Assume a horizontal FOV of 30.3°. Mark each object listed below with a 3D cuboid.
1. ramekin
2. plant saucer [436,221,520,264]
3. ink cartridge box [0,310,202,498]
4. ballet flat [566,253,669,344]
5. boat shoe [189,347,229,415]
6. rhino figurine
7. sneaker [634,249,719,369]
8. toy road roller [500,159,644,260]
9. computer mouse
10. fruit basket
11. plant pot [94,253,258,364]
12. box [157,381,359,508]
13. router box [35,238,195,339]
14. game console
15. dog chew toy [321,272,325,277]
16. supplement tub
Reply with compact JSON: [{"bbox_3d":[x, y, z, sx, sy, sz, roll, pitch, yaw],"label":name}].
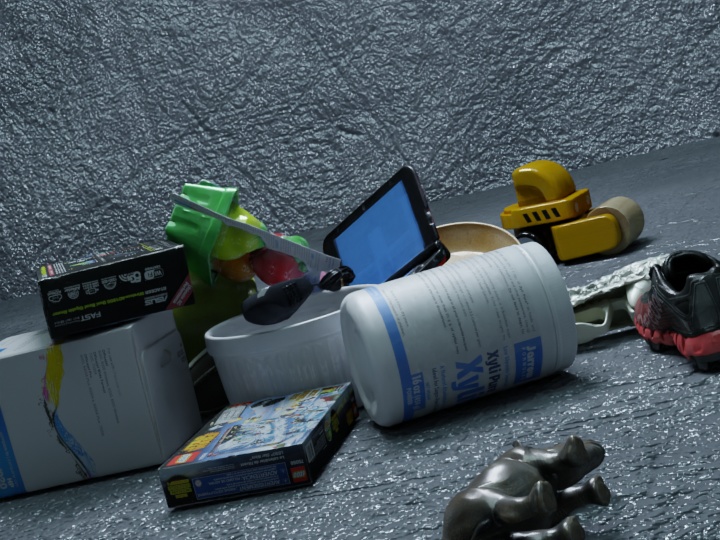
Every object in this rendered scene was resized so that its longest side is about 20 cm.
[{"bbox_3d":[-0.058,0.092,1.406,0.198,0.106,0.200,-14,7,2],"label":"ramekin"},{"bbox_3d":[0.113,0.016,1.669,0.198,0.036,0.201,-13,37,10],"label":"plant saucer"},{"bbox_3d":[-0.290,0.133,1.390,0.198,0.146,0.147,-13,7,11],"label":"ink cartridge box"},{"bbox_3d":[0.259,0.042,1.364,0.198,0.073,0.072,-19,6,9],"label":"ballet flat"},{"bbox_3d":[-0.121,0.107,1.520,0.200,0.073,0.060,-31,30,-18],"label":"boat shoe"},{"bbox_3d":[0.112,0.143,0.863,0.087,0.060,0.200,-23,0,25],"label":"rhino figurine"},{"bbox_3d":[0.299,0.026,1.231,0.070,0.099,0.200,-17,6,-4],"label":"sneaker"},{"bbox_3d":[0.298,-0.091,1.925,0.198,0.148,0.123,-10,8,28],"label":"toy road roller"},{"bbox_3d":[-0.057,0.028,1.382,0.058,0.034,0.199,-34,-9,31],"label":"computer mouse"},{"bbox_3d":[-0.117,-0.028,1.506,0.198,0.095,0.185,15,-16,1],"label":"fruit basket"},{"bbox_3d":[-0.218,0.075,1.600,0.190,0.203,0.200,-4,5,-10],"label":"plant pot"},{"bbox_3d":[-0.088,0.157,1.225,0.135,0.040,0.200,-12,8,14],"label":"box"},{"bbox_3d":[-0.262,0.016,1.397,0.148,0.063,0.200,-13,6,-13],"label":"router box"},{"bbox_3d":[0.000,0.000,1.576,0.200,0.119,0.172,-40,2,43],"label":"game console"},{"bbox_3d":[-0.006,0.021,1.812,0.199,0.126,0.124,-18,3,41],"label":"dog chew toy"},{"bbox_3d":[0.090,0.059,1.259,0.198,0.134,0.132,-16,7,-11],"label":"supplement tub"}]
